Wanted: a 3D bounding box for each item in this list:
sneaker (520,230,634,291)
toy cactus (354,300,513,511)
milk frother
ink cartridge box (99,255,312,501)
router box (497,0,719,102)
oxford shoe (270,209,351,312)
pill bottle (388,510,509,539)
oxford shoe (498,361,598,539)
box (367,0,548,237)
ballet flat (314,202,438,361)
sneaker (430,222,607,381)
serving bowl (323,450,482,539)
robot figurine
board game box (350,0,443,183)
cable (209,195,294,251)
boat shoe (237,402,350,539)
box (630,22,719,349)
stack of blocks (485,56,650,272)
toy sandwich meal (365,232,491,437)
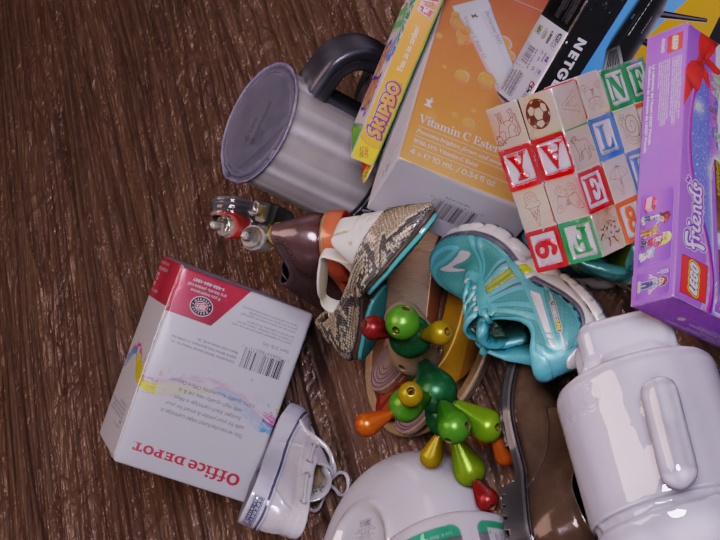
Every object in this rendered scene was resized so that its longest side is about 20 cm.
[{"bbox_3d":[0.184,-0.028,1.234,0.200,0.079,0.078,18,87,60],"label":"sneaker"},{"bbox_3d":[0.048,0.091,1.275,0.102,0.200,0.165,-33,36,7],"label":"toy cactus"},{"bbox_3d":[-0.029,-0.141,1.525,0.200,0.187,0.182,30,94,57],"label":"milk frother"},{"bbox_3d":[-0.158,0.107,1.601,0.202,0.144,0.145,-70,16,-1],"label":"ink cartridge box"},{"bbox_3d":[0.216,-0.187,1.211,0.201,0.148,0.051,-61,32,14],"label":"router box"},{"bbox_3d":[-0.034,0.001,1.464,0.072,0.200,0.072,1,62,11],"label":"oxford shoe"},{"bbox_3d":[0.084,0.288,1.166,0.113,0.112,0.201,-43,46,36],"label":"pill bottle"},{"bbox_3d":[0.153,0.136,1.216,0.084,0.073,0.201,-19,48,20],"label":"oxford shoe"},{"bbox_3d":[0.098,-0.134,1.336,0.098,0.123,0.202,125,163,-63],"label":"box"},{"bbox_3d":[0.000,0.000,1.337,0.068,0.075,0.201,-48,-11,-39],"label":"ballet flat"},{"bbox_3d":[0.109,0.024,1.242,0.079,0.078,0.200,-32,34,-18],"label":"sneaker"},{"bbox_3d":[0.022,0.243,1.343,0.200,0.065,0.202,-35,44,43],"label":"serving bowl"},{"bbox_3d":[0.199,0.129,1.068,0.112,0.170,0.202,-15,67,3],"label":"robot figurine"},{"bbox_3d":[0.033,-0.178,1.349,0.096,0.030,0.202,-88,18,-70],"label":"board game box"},{"bbox_3d":[-0.078,-0.030,1.528,0.096,0.200,0.051,10,82,24],"label":"cable"},{"bbox_3d":[-0.053,0.191,1.486,0.202,0.085,0.075,-72,8,-73],"label":"boat shoe"},{"bbox_3d":[0.248,-0.050,1.092,0.039,0.136,0.202,-17,58,47],"label":"box"},{"bbox_3d":[0.184,-0.084,1.112,0.058,0.199,0.116,-15,95,45],"label":"stack of blocks"},{"bbox_3d":[0.048,0.044,1.413,0.205,0.070,0.207,-34,45,44],"label":"toy sandwich meal"}]
